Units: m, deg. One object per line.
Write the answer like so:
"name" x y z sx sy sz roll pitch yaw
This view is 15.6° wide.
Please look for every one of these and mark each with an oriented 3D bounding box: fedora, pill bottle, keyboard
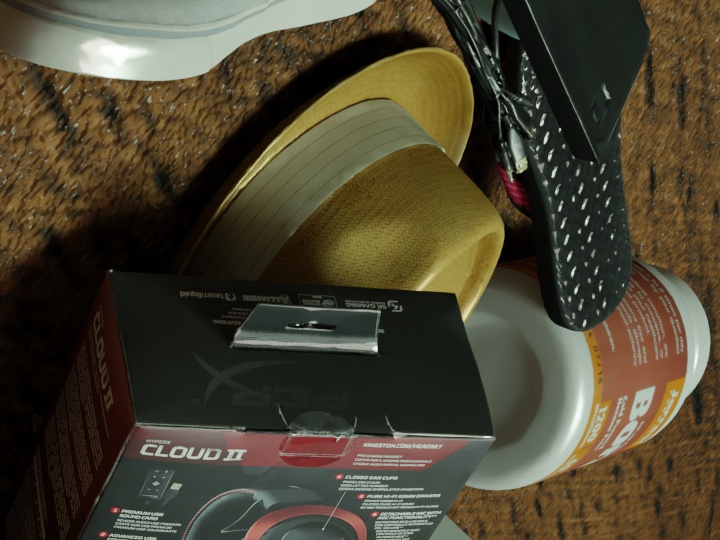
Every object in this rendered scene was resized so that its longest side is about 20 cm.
"fedora" 0.000 0.000 1.116 0.201 0.082 0.201 -42 157 -23
"pill bottle" 0.107 0.046 1.373 0.200 0.112 0.112 -10 135 -60
"keyboard" 0.055 -0.117 0.974 0.200 0.021 0.127 61 43 -39

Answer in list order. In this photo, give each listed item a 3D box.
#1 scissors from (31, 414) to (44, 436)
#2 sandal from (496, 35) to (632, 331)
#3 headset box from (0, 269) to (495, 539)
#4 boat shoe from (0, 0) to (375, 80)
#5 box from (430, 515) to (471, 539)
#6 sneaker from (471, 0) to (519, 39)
"scissors" -0.106 0.085 1.143 0.073 0.014 0.200 -41 156 -18
"sandal" 0.088 -0.060 1.219 0.075 0.045 0.201 -34 133 -32
"headset box" -0.047 0.079 1.036 0.148 0.075 0.200 3 141 -23
"boat shoe" -0.048 -0.111 0.863 0.200 0.072 0.069 -19 128 -49
"box" -0.048 0.178 1.238 0.200 0.124 0.098 -43 168 -18
"sneaker" 0.122 -0.166 1.094 0.200 0.082 0.074 -47 160 -10
